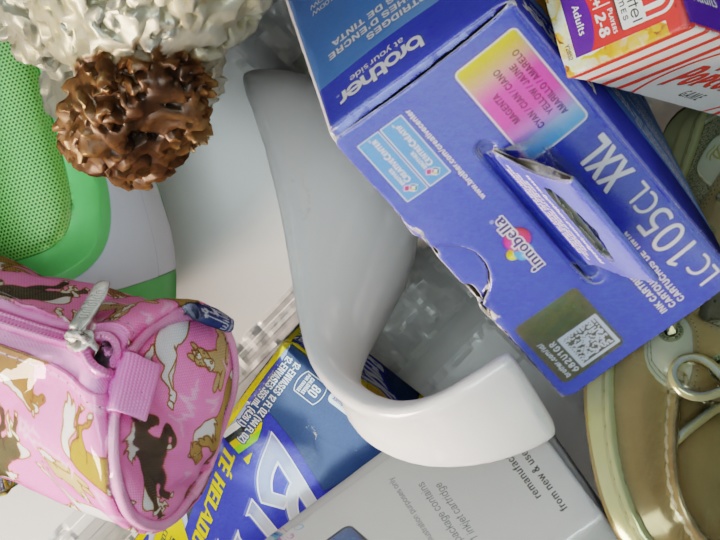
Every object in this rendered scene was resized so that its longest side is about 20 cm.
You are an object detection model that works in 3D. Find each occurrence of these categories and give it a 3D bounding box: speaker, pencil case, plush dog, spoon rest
[{"bbox_3d":[-0.128,-0.072,1.061,0.088,0.088,0.201,-14,94,11],"label":"speaker"},{"bbox_3d":[-0.139,0.024,0.992,0.199,0.083,0.087,17,114,28],"label":"pencil case"},{"bbox_3d":[-0.076,-0.123,0.902,0.160,0.172,0.201,12,102,-33],"label":"plush dog"},{"bbox_3d":[0.000,0.000,0.999,0.060,0.200,0.100,-32,129,0],"label":"spoon rest"}]

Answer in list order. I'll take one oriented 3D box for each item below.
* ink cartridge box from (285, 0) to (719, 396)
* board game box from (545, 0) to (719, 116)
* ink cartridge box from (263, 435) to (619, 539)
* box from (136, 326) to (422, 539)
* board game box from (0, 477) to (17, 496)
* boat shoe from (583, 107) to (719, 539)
[{"bbox_3d":[0.045,-0.054,0.956,0.076,0.200,0.137,-35,123,13],"label":"ink cartridge box"},{"bbox_3d":[0.089,-0.154,0.944,0.046,0.151,0.201,-22,77,26],"label":"board game box"},{"bbox_3d":[0.013,0.154,1.008,0.199,0.088,0.146,-35,134,1],"label":"ink cartridge box"},{"bbox_3d":[-0.056,0.116,1.069,0.064,0.070,0.200,36,101,1],"label":"box"},{"bbox_3d":[-0.233,0.011,1.103,0.164,0.057,0.201,-18,93,9],"label":"board game box"},{"bbox_3d":[0.128,0.015,0.979,0.063,0.201,0.073,-20,126,39],"label":"boat shoe"}]
